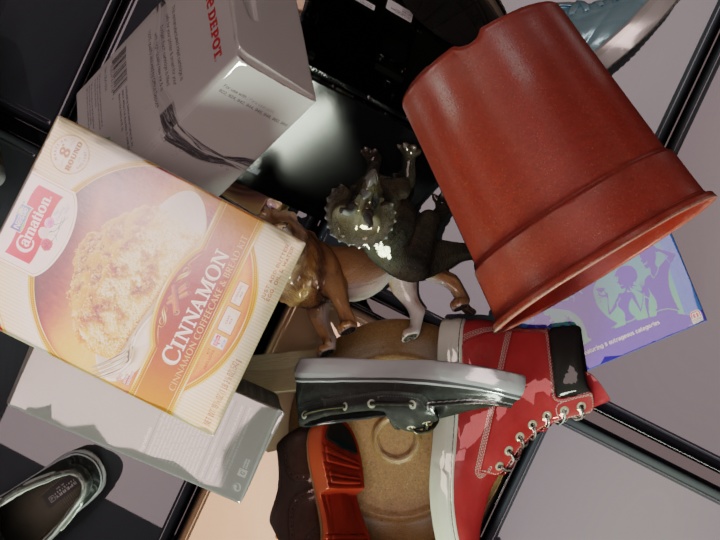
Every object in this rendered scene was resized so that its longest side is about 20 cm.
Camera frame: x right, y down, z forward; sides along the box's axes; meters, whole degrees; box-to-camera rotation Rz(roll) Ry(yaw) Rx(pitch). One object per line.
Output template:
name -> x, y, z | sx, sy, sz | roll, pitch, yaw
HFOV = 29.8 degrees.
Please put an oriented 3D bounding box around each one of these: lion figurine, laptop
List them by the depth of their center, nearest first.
laptop -> -0.003, -0.152, 1.150 | 0.176, 0.103, 0.203 | 23, 70, -28
lion figurine -> 0.000, 0.000, 1.159 | 0.198, 0.073, 0.124 | -5, 61, -33

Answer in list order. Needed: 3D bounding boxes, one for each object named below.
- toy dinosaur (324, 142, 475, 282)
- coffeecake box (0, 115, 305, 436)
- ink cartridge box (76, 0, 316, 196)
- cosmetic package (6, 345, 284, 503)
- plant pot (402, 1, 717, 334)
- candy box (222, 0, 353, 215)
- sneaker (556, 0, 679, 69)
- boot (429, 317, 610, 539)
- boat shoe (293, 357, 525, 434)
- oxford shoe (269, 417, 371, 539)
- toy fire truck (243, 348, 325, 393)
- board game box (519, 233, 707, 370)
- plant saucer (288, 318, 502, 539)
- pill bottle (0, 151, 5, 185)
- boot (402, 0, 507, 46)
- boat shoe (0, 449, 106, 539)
toy dinosaur -> 0.029, -0.037, 1.107 | 0.076, 0.200, 0.103 | 6, 64, 33
coffeecake box -> -0.162, 0.004, 0.984 | 0.198, 0.073, 0.155 | 27, 86, -6
ink cartridge box -> -0.135, -0.138, 1.074 | 0.199, 0.083, 0.147 | -39, 44, 29
cosmetic package -> -0.168, 0.101, 1.070 | 0.198, 0.107, 0.091 | 27, 90, -8
plant pot -> 0.140, -0.086, 1.056 | 0.199, 0.201, 0.197 | -31, 81, 4
candy box -> -0.072, -0.154, 1.181 | 0.115, 0.055, 0.202 | 31, 93, 2
sneaker -> 0.188, -0.206, 1.149 | 0.199, 0.074, 0.082 | -40, 92, 4
boot -> 0.131, 0.144, 1.115 | 0.142, 0.072, 0.203 | 3, 87, 10
boat shoe -> 0.037, 0.101, 1.079 | 0.197, 0.068, 0.058 | 0, 81, 27
oxford shoe -> -0.034, 0.228, 1.128 | 0.072, 0.071, 0.203 | -19, 63, 34
toy fire truck -> -0.135, 0.042, 1.168 | 0.197, 0.129, 0.179 | 4, 96, -15
board game box -> 0.188, -0.022, 1.164 | 0.150, 0.045, 0.202 | -23, 87, 5
plant saucer -> 0.032, 0.144, 1.182 | 0.197, 0.035, 0.204 | 0, 90, 5
pill bottle -> -0.386, -0.163, 1.177 | 0.118, 0.120, 0.203 | -13, 89, 5
boot -> 0.070, -0.292, 1.130 | 0.200, 0.073, 0.151 | 42, 51, -9
boat shoe -> -0.313, 0.229, 1.194 | 0.200, 0.071, 0.072 | -43, 87, 4
